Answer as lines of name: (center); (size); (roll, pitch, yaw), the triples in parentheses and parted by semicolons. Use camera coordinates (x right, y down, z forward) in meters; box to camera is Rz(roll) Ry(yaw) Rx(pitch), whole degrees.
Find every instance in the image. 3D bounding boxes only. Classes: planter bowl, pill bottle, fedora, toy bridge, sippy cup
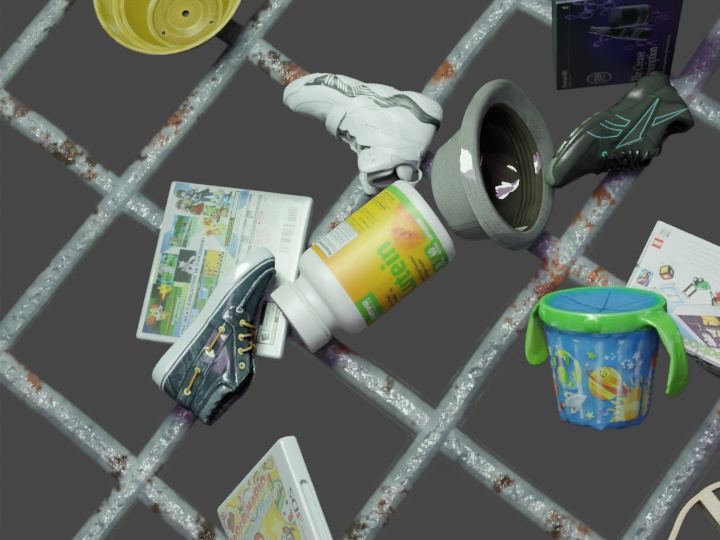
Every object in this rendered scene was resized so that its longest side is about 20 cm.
planter bowl: (-0.231, -0.345, 1.606); (0.197, 0.084, 0.203); (-3, 70, 9)
pill bottle: (0.000, 0.000, 1.433); (0.199, 0.111, 0.111); (-38, 69, -5)
fedora: (0.143, -0.110, 1.445); (0.090, 0.177, 0.202); (-16, 47, 37)
toy bridge: (0.378, 0.260, 1.326); (0.199, 0.027, 0.067); (-36, 69, -6)
sippy cup: (0.257, 0.094, 1.341); (0.138, 0.178, 0.132); (-4, 101, -4)

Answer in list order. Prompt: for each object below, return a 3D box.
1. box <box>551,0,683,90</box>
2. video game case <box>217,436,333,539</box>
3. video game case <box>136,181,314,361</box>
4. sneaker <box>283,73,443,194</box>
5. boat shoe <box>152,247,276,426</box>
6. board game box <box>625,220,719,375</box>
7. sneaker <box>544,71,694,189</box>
box: (0.288, -0.290, 1.442); (0.139, 0.200, 0.080); (-2, 70, 9)
video game case: (-0.082, 0.294, 1.309); (0.023, 0.200, 0.184); (-8, 64, -31)
video game case: (-0.160, -0.001, 1.507); (0.180, 0.022, 0.203); (7, 73, 11)
sneaker: (-0.007, -0.162, 1.510); (0.197, 0.075, 0.116); (11, 70, 9)
boat shoe: (-0.141, 0.076, 1.433); (0.091, 0.071, 0.201); (37, 88, 17)
board game box: (0.393, 0.043, 1.396); (0.198, 0.035, 0.127); (26, 77, 17)
sneaker: (0.298, -0.149, 1.453); (0.199, 0.076, 0.080); (-37, 78, -13)
